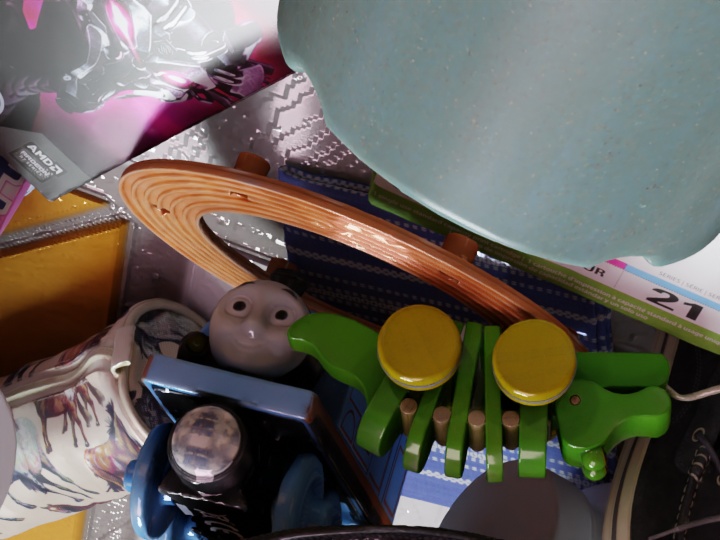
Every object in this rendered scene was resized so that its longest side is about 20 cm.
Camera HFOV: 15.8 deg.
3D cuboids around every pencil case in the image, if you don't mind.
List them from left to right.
[{"bbox_3d":[-0.139,0.072,1.194,0.089,0.078,0.200,21,150,-38],"label":"pencil case"}]

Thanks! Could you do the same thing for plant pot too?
[{"bbox_3d":[0.079,-0.120,0.711,0.200,0.200,0.196,26,124,-4],"label":"plant pot"}]

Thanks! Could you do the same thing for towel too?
[{"bbox_3d":[0.043,0.038,1.113,0.144,0.024,0.200,12,140,18],"label":"towel"}]

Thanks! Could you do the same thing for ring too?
[{"bbox_3d":[0.000,0.000,1.010,0.200,0.019,0.200,22,166,6],"label":"ring"}]

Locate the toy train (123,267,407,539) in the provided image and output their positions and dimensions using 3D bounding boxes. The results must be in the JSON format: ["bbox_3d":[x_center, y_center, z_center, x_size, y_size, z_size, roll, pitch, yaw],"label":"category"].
[{"bbox_3d":[-0.034,0.074,1.051,0.086,0.115,0.200,10,161,15],"label":"toy train"}]

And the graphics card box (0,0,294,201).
[{"bbox_3d":[-0.088,-0.112,0.963,0.200,0.051,0.125,-22,123,40],"label":"graphics card box"}]

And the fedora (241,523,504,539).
[{"bbox_3d":[0.011,0.174,0.977,0.200,0.092,0.201,2,145,1],"label":"fedora"}]

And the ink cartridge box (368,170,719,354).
[{"bbox_3d":[0.101,-0.078,0.893,0.147,0.076,0.200,23,144,0],"label":"ink cartridge box"}]

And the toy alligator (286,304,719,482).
[{"bbox_3d":[0.068,0.053,0.943,0.199,0.054,0.059,8,160,7],"label":"toy alligator"}]

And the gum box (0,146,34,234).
[{"bbox_3d":[-0.219,-0.069,1.037,0.200,0.114,0.066,34,141,-13],"label":"gum box"}]

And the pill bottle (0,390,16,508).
[{"bbox_3d":[-0.249,0.063,1.165,0.200,0.116,0.116,14,147,46],"label":"pill bottle"}]

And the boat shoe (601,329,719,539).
[{"bbox_3d":[0.135,0.087,0.973,0.062,0.200,0.075,-9,134,30],"label":"boat shoe"}]

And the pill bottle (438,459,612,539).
[{"bbox_3d":[0.126,0.159,1.108,0.200,0.112,0.112,31,143,-29],"label":"pill bottle"}]
